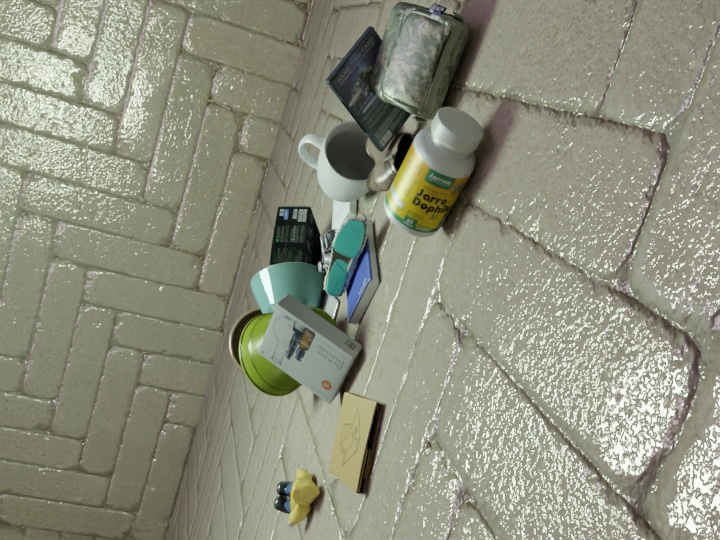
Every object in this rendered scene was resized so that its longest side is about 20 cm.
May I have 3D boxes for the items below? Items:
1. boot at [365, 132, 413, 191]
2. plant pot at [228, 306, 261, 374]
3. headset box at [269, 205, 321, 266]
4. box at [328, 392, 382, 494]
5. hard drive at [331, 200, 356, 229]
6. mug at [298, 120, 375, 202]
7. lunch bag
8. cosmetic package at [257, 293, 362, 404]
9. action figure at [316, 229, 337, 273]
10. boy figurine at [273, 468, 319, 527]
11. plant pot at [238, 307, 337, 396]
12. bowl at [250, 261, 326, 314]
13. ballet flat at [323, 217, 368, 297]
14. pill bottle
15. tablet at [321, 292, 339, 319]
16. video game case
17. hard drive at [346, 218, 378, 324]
[{"bbox_3d":[0.067,-0.259,1.681,0.146,0.069,0.204,-27,52,61],"label":"boot"},{"bbox_3d":[-0.259,0.216,2.199,0.175,0.196,0.205,100,179,-74],"label":"plant pot"},{"bbox_3d":[-0.166,-0.045,2.107,0.201,0.091,0.178,72,-159,-63],"label":"headset box"},{"bbox_3d":[-0.012,0.325,1.527,0.200,0.021,0.167,171,112,-73],"label":"box"},{"bbox_3d":[-0.041,-0.182,2.030,0.133,0.026,0.203,122,155,-48],"label":"hard drive"},{"bbox_3d":[-0.052,-0.248,1.825,0.150,0.197,0.176,-65,5,-22],"label":"mug"},{"bbox_3d":[0.119,-0.394,1.489,0.168,0.137,0.203,49,123,57],"label":"lunch bag"},{"bbox_3d":[-0.110,0.168,1.686,0.052,0.198,0.152,-44,-16,-51],"label":"cosmetic package"},{"bbox_3d":[-0.066,-0.032,1.889,0.200,0.068,0.133,-160,68,-83],"label":"action figure"},{"bbox_3d":[-0.140,0.500,1.746,0.200,0.063,0.127,134,149,-66],"label":"boy figurine"},{"bbox_3d":[-0.151,0.175,1.843,0.192,0.198,0.204,-25,51,47],"label":"plant pot"},{"bbox_3d":[-0.177,0.074,2.010,0.201,0.197,0.107,126,141,-52],"label":"bowl"},{"bbox_3d":[-0.033,-0.037,1.732,0.072,0.070,0.203,-104,33,-58],"label":"ballet flat"},{"bbox_3d":[0.123,-0.163,1.313,0.114,0.111,0.202,-94,25,-47],"label":"pill bottle"},{"bbox_3d":[-0.096,0.159,1.961,0.130,0.013,0.204,-145,69,-72],"label":"tablet"},{"bbox_3d":[0.031,-0.358,1.579,0.144,0.200,0.019,-52,39,-11],"label":"video game case"},{"bbox_3d":[0.000,0.000,1.745,0.202,0.025,0.133,-95,25,-48],"label":"hard drive"}]
